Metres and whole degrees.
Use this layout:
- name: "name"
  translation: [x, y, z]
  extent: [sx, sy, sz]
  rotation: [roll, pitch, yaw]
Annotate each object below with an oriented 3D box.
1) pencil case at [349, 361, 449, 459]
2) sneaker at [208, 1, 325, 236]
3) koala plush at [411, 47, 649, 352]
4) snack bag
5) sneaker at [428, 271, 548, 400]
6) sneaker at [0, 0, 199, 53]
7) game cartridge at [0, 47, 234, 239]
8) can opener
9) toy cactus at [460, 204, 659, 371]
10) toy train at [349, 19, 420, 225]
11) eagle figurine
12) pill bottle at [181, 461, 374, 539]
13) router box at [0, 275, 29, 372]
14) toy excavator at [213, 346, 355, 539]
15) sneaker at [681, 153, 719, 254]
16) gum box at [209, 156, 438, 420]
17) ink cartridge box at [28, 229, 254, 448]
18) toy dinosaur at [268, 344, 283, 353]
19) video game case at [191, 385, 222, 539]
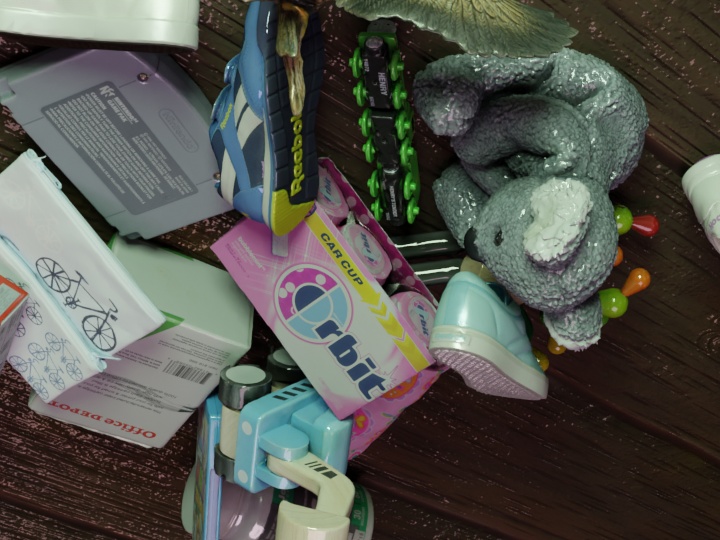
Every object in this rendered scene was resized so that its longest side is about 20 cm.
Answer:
- name: "pencil case"
  translation: [0.014, 0.116, 1.198]
  extent: [0.087, 0.088, 0.200]
  rotation: [17, 137, -22]
- name: "sneaker"
  translation: [-0.078, -0.125, 0.899]
  extent: [0.082, 0.074, 0.201]
  rotation: [24, 123, 29]
- name: "koala plush"
  translation: [0.144, -0.053, 0.912]
  extent: [0.183, 0.201, 0.178]
  rotation: [-10, 139, 7]
- name: "snack bag"
  translation: [-0.276, 0.013, 1.018]
  extent: [0.200, 0.021, 0.189]
  rotation: [-27, 105, 38]
- name: "sneaker"
  translation: [0.119, 0.056, 1.002]
  extent: [0.074, 0.082, 0.200]
  rotation: [8, 165, 24]
- name: "sneaker"
  translation: [-0.205, -0.200, 0.835]
  extent: [0.199, 0.085, 0.073]
  rotation: [5, -175, 11]
- name: "game cartridge"
  translation: [-0.182, -0.108, 0.954]
  extent: [0.133, 0.041, 0.200]
  rotation: [-14, 139, 18]
- name: "can opener"
  translation: [0.000, 0.000, 1.095]
  extent: [0.199, 0.054, 0.067]
  rotation: [-7, 172, 4]
- name: "toy cactus"
  translation: [0.161, 0.010, 1.066]
  extent: [0.164, 0.103, 0.200]
  rotation: [18, 127, -32]
- name: "toy train"
  translation: [0.024, -0.115, 0.943]
  extent: [0.042, 0.057, 0.200]
  rotation: [6, 142, 13]
- name: "eagle figurine"
  translation: [0.030, -0.207, 0.787]
  extent: [0.199, 0.151, 0.152]
  rotation: [-8, 126, 22]
- name: "pill bottle"
  translation: [-0.094, 0.275, 1.351]
  extent: [0.199, 0.113, 0.113]
  rotation: [21, 134, -27]
- name: "router box"
  translation: [-0.401, 0.045, 1.054]
  extent: [0.179, 0.049, 0.200]
  rotation: [32, 133, -1]
- name: "toy excavator"
  translation: [-0.049, 0.161, 1.023]
  extent: [0.199, 0.194, 0.100]
  rotation: [21, 115, 33]
- name: "sneaker"
  translation: [0.350, -0.018, 1.047]
  extent: [0.075, 0.100, 0.200]
  rotation: [-34, 132, 29]
- name: "gum box"
  translation: [-0.025, 0.012, 1.013]
  extent: [0.113, 0.066, 0.200]
  rotation: [-35, 94, 31]
- name: "ink cartridge box"
  translation: [-0.209, 0.072, 1.124]
  extent: [0.146, 0.083, 0.200]
  rotation: [23, 134, -24]
- name: "toy dinosaur"
  translation: [-0.093, 0.120, 1.205]
  extent: [0.088, 0.048, 0.200]
  rotation: [-22, 150, -31]
- name: "video game case"
  translation: [-0.152, 0.211, 1.181]
  extent: [0.018, 0.143, 0.201]
  rotation: [2, 105, -11]
